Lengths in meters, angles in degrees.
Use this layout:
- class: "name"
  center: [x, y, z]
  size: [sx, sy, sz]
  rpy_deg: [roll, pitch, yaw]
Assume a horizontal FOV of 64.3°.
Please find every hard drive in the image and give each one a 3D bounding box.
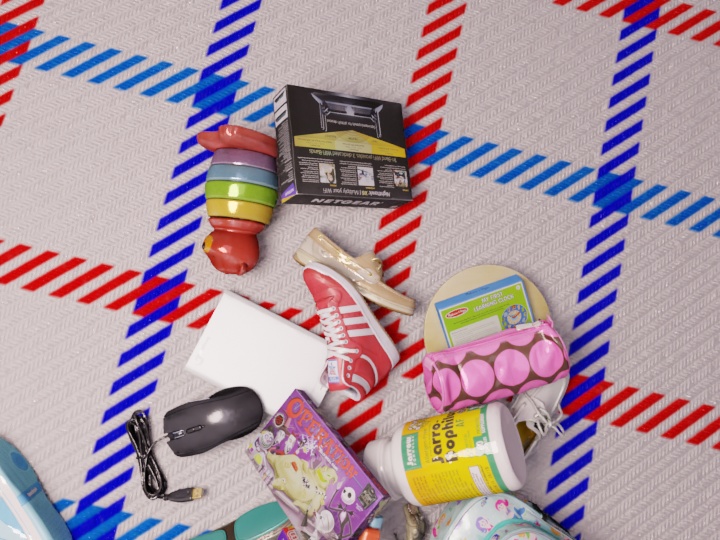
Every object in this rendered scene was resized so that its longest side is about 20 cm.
- class: "hard drive"
  center: [-0.139, 0.132, 0.844]
  size: [0.199, 0.026, 0.132]
  rpy_deg: [27, 81, -1]

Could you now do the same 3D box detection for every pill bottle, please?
- class: "pill bottle"
  center: [0.110, 0.253, 0.773]
  size: [0.199, 0.113, 0.113]
  rpy_deg: [-19, 83, 22]

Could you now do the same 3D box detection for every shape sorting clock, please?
- class: "shape sorting clock"
  center: [0.193, 0.092, 0.867]
  size: [0.199, 0.039, 0.201]
  rpy_deg: [0, 94, -8]

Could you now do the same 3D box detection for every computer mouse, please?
- class: "computer mouse"
  center: [-0.228, 0.248, 0.797]
  size: [0.199, 0.046, 0.141]
  rpy_deg: [-14, 86, 2]

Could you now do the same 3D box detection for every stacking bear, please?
- class: "stacking bear"
  center: [-0.179, -0.093, 0.833]
  size: [0.113, 0.121, 0.201]
  rpy_deg: [8, 89, -39]

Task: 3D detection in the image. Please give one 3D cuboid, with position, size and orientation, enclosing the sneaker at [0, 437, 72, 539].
- class: "sneaker"
  center: [-0.494, 0.332, 0.761]
  size: [0.130, 0.080, 0.201]
  rpy_deg: [-34, 85, -9]

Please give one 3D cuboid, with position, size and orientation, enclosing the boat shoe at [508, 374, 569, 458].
- class: "boat shoe"
  center: [0.247, 0.218, 0.821]
  size: [0.075, 0.086, 0.202]
  rpy_deg: [45, 82, -15]

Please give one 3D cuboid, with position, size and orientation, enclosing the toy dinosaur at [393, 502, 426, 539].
- class: "toy dinosaur"
  center: [0.047, 0.434, 0.805]
  size: [0.088, 0.047, 0.201]
  rpy_deg: [5, 85, -10]

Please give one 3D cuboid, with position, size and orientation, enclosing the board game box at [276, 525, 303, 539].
- class: "board game box"
  center: [-0.060, 0.446, 0.706]
  size: [0.200, 0.046, 0.152]
  rpy_deg: [42, 116, 42]

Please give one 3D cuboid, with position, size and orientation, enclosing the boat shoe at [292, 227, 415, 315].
- class: "boat shoe"
  center: [0.000, 0.000, 0.849]
  size: [0.199, 0.074, 0.069]
  rpy_deg: [28, 86, 1]

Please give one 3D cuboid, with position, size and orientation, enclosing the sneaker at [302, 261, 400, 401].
- class: "sneaker"
  center: [-0.035, 0.091, 0.801]
  size: [0.200, 0.071, 0.113]
  rpy_deg: [52, 57, -13]

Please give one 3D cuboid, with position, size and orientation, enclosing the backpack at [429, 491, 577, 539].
- class: "backpack"
  center: [0.197, 0.397, 0.775]
  size: [0.200, 0.151, 0.178]
  rpy_deg: [36, 82, 6]

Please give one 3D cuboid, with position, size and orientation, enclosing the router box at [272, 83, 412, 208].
- class: "router box"
  center: [-0.023, -0.176, 0.843]
  size: [0.199, 0.052, 0.158]
  rpy_deg: [-1, 81, -32]

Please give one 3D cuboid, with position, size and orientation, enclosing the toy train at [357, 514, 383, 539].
- class: "toy train"
  center: [-0.032, 0.403, 0.749]
  size: [0.055, 0.150, 0.201]
  rpy_deg: [17, 85, -16]

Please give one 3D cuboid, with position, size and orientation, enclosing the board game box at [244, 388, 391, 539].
- class: "board game box"
  center: [-0.063, 0.266, 0.754]
  size: [0.120, 0.032, 0.200]
  rpy_deg: [-49, 53, 0]

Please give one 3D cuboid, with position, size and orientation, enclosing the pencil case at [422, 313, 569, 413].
- class: "pencil case"
  center: [0.185, 0.131, 0.805]
  size: [0.199, 0.091, 0.094]
  rpy_deg: [-17, 121, -6]

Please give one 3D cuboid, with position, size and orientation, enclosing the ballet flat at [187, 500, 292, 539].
- class: "ballet flat"
  center: [-0.172, 0.382, 0.795]
  size: [0.199, 0.067, 0.064]
  rpy_deg: [-20, 111, -6]
